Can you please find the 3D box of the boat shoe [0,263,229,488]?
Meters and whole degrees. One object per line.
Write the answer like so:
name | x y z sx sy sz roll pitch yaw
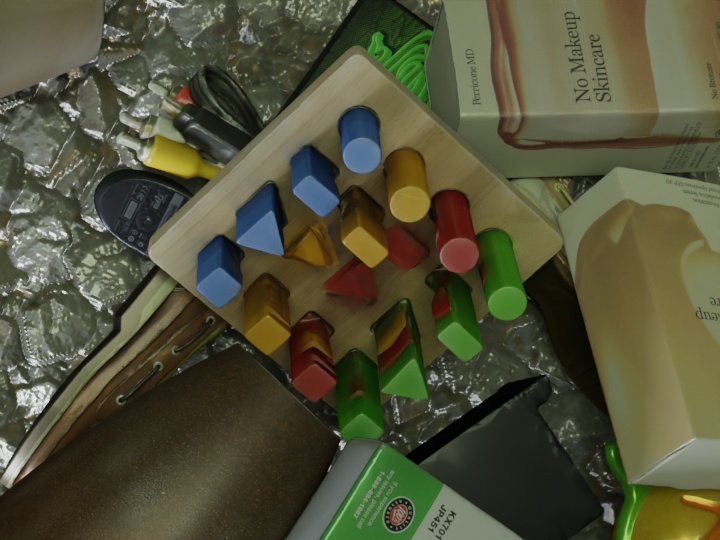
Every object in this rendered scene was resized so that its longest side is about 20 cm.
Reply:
boat shoe | -0.163 0.082 1.304 0.068 0.072 0.200 39 91 -10

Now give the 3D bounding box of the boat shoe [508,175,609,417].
boat shoe | 0.161 0.016 1.327 0.066 0.074 0.200 -29 86 -37

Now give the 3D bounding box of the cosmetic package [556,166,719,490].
cosmetic package | 0.208 0.039 1.251 0.105 0.071 0.200 6 57 -33

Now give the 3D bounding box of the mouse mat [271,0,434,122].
mouse mat | 0.021 -0.082 1.342 0.161 0.008 0.200 35 70 -4

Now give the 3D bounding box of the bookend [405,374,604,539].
bookend | 0.088 0.207 1.286 0.200 0.092 0.199 -35 91 -13

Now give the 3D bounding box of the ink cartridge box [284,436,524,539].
ink cartridge box | 0.045 0.218 1.179 0.200 0.083 0.147 35 77 -11

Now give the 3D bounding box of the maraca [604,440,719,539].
maraca | 0.221 0.178 1.281 0.137 0.107 0.200 -12 92 -35

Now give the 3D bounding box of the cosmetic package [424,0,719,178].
cosmetic package | 0.152 -0.127 1.318 0.200 0.087 0.104 -4 63 -9

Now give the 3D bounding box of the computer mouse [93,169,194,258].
computer mouse | -0.095 -0.012 1.343 0.200 0.034 0.059 31 108 -5

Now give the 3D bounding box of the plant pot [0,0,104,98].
plant pot | -0.271 -0.189 1.295 0.173 0.200 0.200 -8 82 -20

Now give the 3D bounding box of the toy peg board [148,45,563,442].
toy peg board | 0.000 0.000 1.238 0.200 0.098 0.199 -42 113 17

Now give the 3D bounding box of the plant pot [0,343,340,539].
plant pot | -0.112 0.151 1.232 0.187 0.187 0.200 43 86 4

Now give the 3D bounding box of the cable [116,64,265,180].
cable | -0.074 -0.072 1.353 0.200 0.050 0.097 35 45 -12
